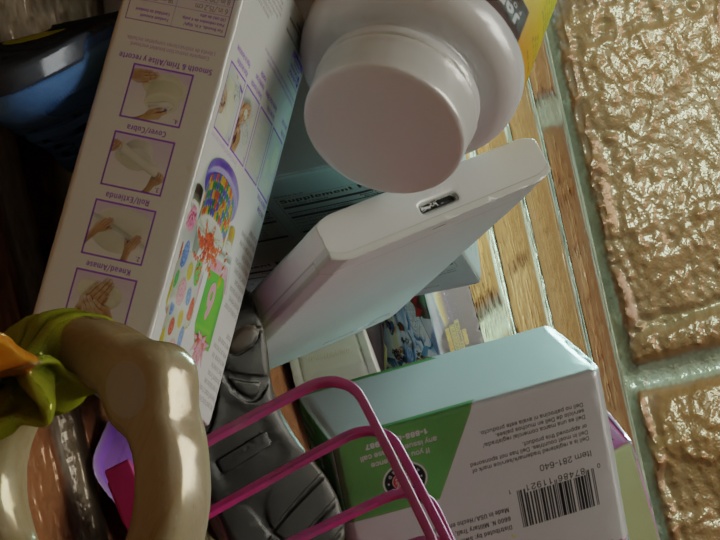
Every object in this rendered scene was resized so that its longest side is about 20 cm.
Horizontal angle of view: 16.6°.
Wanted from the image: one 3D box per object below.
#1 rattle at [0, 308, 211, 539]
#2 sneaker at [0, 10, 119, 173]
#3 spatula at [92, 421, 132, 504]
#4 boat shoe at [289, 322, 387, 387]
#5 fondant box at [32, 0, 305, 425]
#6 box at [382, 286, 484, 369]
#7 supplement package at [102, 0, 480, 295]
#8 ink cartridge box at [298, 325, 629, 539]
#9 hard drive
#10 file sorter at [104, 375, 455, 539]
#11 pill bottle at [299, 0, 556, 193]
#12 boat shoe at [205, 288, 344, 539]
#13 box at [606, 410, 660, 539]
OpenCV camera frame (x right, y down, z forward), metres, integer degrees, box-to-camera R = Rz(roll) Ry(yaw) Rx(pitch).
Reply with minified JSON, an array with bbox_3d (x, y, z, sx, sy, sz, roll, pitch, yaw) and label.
[{"bbox_3d":[-0.135,0.116,0.910,0.143,0.130,0.200,-1,105,-67],"label":"rattle"},{"bbox_3d":[-0.127,-0.077,1.139,0.200,0.066,0.079,-43,124,-76],"label":"sneaker"},{"bbox_3d":[-0.085,0.156,1.200,0.057,0.021,0.200,-75,152,-55],"label":"spatula"},{"bbox_3d":[-0.022,0.007,1.528,0.060,0.072,0.200,-84,163,-70],"label":"boat shoe"},{"bbox_3d":[-0.082,-0.042,1.118,0.144,0.058,0.200,59,44,-75],"label":"fondant box"},{"bbox_3d":[0.027,0.048,1.582,0.040,0.137,0.200,-23,105,-32],"label":"box"},{"bbox_3d":[-0.034,-0.080,1.356,0.200,0.150,0.152,51,30,-65],"label":"supplement package"},{"bbox_3d":[0.062,0.149,1.291,0.084,0.145,0.200,-135,-148,-69],"label":"ink cartridge box"},{"bbox_3d":[0.000,0.000,1.254,0.026,0.132,0.200,62,-29,10],"label":"hard drive"},{"bbox_3d":[-0.005,0.164,1.125,0.139,0.125,0.200,63,0,42],"label":"file sorter"},{"bbox_3d":[0.037,-0.130,1.194,0.200,0.109,0.109,-68,147,-44],"label":"pill bottle"},{"bbox_3d":[-0.079,0.069,1.229,0.200,0.076,0.074,67,-19,-7],"label":"boat shoe"},{"bbox_3d":[0.070,0.183,1.419,0.097,0.200,0.176,51,-15,55],"label":"box"}]
